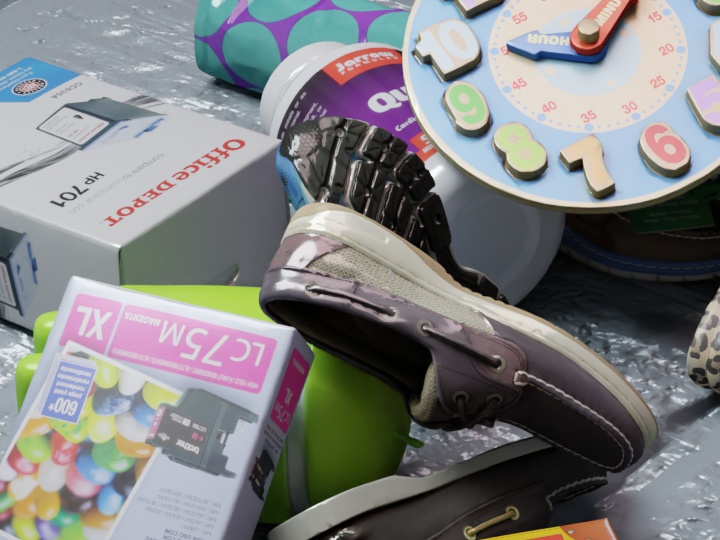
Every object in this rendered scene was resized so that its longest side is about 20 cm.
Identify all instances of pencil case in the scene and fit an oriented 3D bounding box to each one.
[{"bbox_3d":[-0.011,-0.143,1.708,0.200,0.085,0.092,21,67,32],"label":"pencil case"}]

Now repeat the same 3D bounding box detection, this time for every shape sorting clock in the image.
[{"bbox_3d":[0.122,-0.117,1.451,0.200,0.039,0.200,-3,55,4],"label":"shape sorting clock"}]

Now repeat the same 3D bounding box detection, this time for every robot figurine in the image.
[{"bbox_3d":[-0.066,0.066,1.338,0.200,0.116,0.176,1,27,5],"label":"robot figurine"}]

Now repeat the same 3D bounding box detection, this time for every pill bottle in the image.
[{"bbox_3d":[0.022,-0.058,1.539,0.112,0.113,0.200,-18,35,-24],"label":"pill bottle"}]

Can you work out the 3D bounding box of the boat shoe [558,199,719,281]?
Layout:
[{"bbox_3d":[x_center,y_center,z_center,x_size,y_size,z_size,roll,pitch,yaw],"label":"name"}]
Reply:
[{"bbox_3d":[0.134,-0.051,1.557,0.200,0.072,0.072,16,35,28],"label":"boat shoe"}]

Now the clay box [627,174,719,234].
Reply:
[{"bbox_3d":[0.190,-0.116,1.525,0.115,0.048,0.200,-7,55,-2],"label":"clay box"}]

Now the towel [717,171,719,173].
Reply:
[{"bbox_3d":[0.183,-0.121,1.484,0.200,0.023,0.153,15,59,18],"label":"towel"}]

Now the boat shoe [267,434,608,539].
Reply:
[{"bbox_3d":[0.046,0.124,1.291,0.201,0.072,0.061,-14,74,-39],"label":"boat shoe"}]

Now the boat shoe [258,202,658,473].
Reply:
[{"bbox_3d":[0.042,0.044,1.270,0.200,0.072,0.065,32,61,0],"label":"boat shoe"}]

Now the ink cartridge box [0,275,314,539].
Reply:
[{"bbox_3d":[-0.109,0.109,1.240,0.119,0.042,0.200,13,74,20],"label":"ink cartridge box"}]

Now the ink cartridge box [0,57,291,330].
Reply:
[{"bbox_3d":[-0.160,-0.036,1.546,0.200,0.086,0.146,18,37,33],"label":"ink cartridge box"}]

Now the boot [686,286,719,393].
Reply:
[{"bbox_3d":[0.275,0.025,1.429,0.150,0.073,0.200,16,41,28],"label":"boot"}]

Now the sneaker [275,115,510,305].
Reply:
[{"bbox_3d":[0.000,0.000,1.393,0.090,0.200,0.078,3,53,34],"label":"sneaker"}]

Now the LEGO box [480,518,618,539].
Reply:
[{"bbox_3d":[0.063,0.202,1.141,0.149,0.077,0.200,-9,32,-10],"label":"LEGO box"}]
